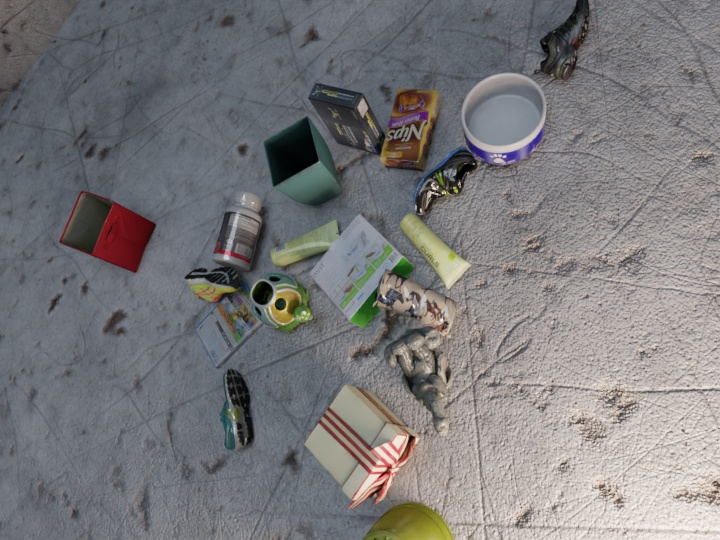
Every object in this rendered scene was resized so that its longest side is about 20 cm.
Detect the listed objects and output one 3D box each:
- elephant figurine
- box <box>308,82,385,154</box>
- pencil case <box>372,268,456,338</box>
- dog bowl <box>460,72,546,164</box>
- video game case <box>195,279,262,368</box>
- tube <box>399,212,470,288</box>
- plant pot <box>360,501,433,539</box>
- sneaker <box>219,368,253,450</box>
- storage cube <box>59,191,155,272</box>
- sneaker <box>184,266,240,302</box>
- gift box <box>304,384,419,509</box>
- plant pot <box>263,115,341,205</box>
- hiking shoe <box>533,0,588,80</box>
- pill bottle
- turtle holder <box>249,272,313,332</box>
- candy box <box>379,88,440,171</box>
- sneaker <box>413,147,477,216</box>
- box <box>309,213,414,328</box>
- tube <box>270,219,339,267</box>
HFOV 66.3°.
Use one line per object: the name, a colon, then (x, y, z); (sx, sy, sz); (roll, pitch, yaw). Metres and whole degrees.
elephant figurine: (0.141, 0.236, 1.201); (0.140, 0.153, 0.205); (-28, 88, 51)
box: (-0.030, -0.391, 1.434); (0.154, 0.200, 0.052); (24, 77, 29)
pencil case: (0.126, 0.077, 1.239); (0.194, 0.078, 0.092); (24, 87, 3)
dog bowl: (0.338, -0.358, 1.303); (0.193, 0.079, 0.207); (-7, 67, 16)
video game case: (-0.361, 0.147, 1.525); (0.200, 0.018, 0.144); (-44, 60, 7)
tube: (0.172, -0.055, 1.319); (0.201, 0.051, 0.059); (51, 140, 24)
plant pot: (0.074, 0.572, 1.080); (0.194, 0.192, 0.208); (-8, 70, 23)
sneaker: (-0.334, 0.356, 1.416); (0.078, 0.077, 0.207); (-22, 65, 26)
storage cube: (-0.787, -0.120, 1.722); (0.195, 0.179, 0.176); (15, 80, 29)
sneaker: (-0.404, 0.046, 1.545); (0.195, 0.093, 0.078); (4, 32, 35)
gift box: (0.004, 0.379, 1.178); (0.185, 0.199, 0.188); (36, 95, 28)
plant pot: (-0.134, -0.263, 1.443); (0.138, 0.199, 0.146); (-24, 64, 16)
hiking shoe: (0.481, -0.561, 1.315); (0.098, 0.076, 0.206); (18, 83, 25)
pill bottle: (-0.337, -0.110, 1.543); (0.107, 0.110, 0.207); (7, 76, 26)
turtle holder: (-0.207, 0.089, 1.404); (0.140, 0.131, 0.188); (-39, 61, 8)
candy box: (0.131, -0.367, 1.433); (0.113, 0.056, 0.207); (9, 79, 27)
sneaker: (0.204, -0.210, 1.338); (0.199, 0.071, 0.083); (-45, 55, 3)
box: (0.000, 0.000, 1.354); (0.201, 0.096, 0.176); (-49, 60, 4)
tube: (-0.144, -0.064, 1.467); (0.194, 0.052, 0.059); (-22, 107, 14)
